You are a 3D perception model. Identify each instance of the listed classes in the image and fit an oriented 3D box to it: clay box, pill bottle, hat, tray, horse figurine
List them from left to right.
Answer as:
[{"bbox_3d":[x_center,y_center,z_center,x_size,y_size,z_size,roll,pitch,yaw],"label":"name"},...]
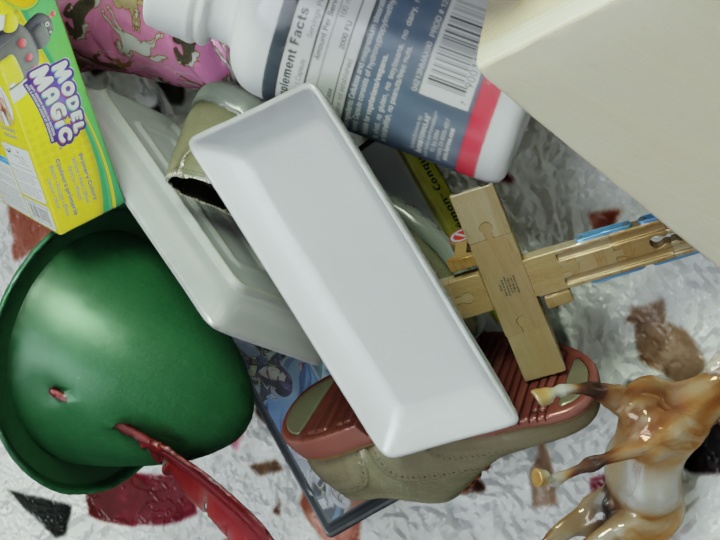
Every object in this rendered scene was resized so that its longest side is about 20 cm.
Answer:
[{"bbox_3d":[-0.198,-0.128,1.325,0.115,0.047,0.201,25,137,55],"label":"clay box"},{"bbox_3d":[-0.094,-0.033,1.374,0.022,0.107,0.200,-46,57,15],"label":"tray"},{"bbox_3d":[-0.081,0.073,1.353,0.175,0.166,0.200,19,160,38],"label":"hat"},{"bbox_3d":[-0.001,-0.132,1.239,0.199,0.120,0.120,21,122,4],"label":"pill bottle"},{"bbox_3d":[0.000,0.000,1.244,0.107,0.022,0.201,-20,106,47],"label":"tray"},{"bbox_3d":[0.134,0.112,1.280,0.050,0.132,0.201,52,142,40],"label":"horse figurine"}]

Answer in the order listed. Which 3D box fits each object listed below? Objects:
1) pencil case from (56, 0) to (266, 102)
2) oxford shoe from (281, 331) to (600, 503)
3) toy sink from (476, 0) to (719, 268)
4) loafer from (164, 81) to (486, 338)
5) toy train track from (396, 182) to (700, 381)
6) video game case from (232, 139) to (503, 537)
[{"bbox_3d":[-0.096,-0.136,1.383,0.199,0.083,0.087,16,123,33],"label":"pencil case"},{"bbox_3d":[0.054,0.085,1.336,0.199,0.071,0.075,-9,129,39],"label":"oxford shoe"},{"bbox_3d":[0.173,-0.104,1.136,0.200,0.113,0.130,35,141,-29],"label":"toy sink"},{"bbox_3d":[-0.022,-0.016,1.313,0.200,0.070,0.075,36,159,7],"label":"loafer"},{"bbox_3d":[0.116,-0.012,1.251,0.199,0.033,0.115,-16,117,14],"label":"toy train track"},{"bbox_3d":[0.004,0.037,1.405,0.200,0.025,0.181,-33,85,42],"label":"video game case"}]
